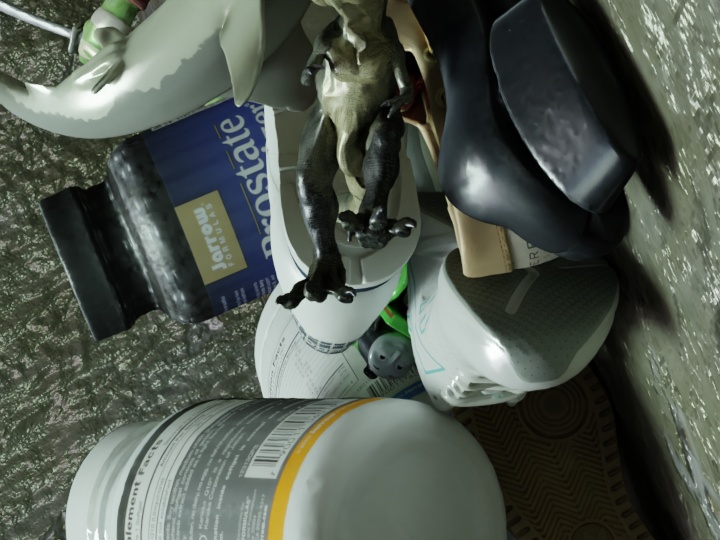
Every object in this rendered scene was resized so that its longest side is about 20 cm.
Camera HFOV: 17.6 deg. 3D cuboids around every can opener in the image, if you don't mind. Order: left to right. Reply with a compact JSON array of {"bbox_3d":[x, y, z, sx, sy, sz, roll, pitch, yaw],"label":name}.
[{"bbox_3d":[0.045,-0.090,0.817,0.063,0.079,0.201,15,-138,-45],"label":"can opener"}]

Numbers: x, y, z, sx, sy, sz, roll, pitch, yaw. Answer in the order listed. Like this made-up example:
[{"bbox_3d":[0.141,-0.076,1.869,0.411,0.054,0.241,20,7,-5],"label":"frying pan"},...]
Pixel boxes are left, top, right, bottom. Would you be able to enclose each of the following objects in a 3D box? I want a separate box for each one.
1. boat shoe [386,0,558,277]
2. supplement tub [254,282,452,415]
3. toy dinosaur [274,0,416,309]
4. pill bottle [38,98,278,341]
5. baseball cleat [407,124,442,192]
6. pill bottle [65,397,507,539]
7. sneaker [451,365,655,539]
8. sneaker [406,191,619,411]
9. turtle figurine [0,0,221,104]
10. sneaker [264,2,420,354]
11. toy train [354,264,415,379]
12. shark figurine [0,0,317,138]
[{"bbox_3d":[0.025,-0.084,0.883,0.074,0.069,0.201,77,169,-59],"label":"boat shoe"},{"bbox_3d":[0.029,0.077,1.174,0.200,0.131,0.133,-123,11,-62],"label":"supplement tub"},{"bbox_3d":[-0.004,-0.038,0.825,0.200,0.047,0.089,94,178,-61],"label":"toy dinosaur"},{"bbox_3d":[-0.073,-0.038,1.308,0.112,0.199,0.113,157,90,-84],"label":"pill bottle"},{"bbox_3d":[-0.033,-0.099,1.175,0.070,0.106,0.201,93,152,-65],"label":"baseball cleat"},{"bbox_3d":[-0.039,0.114,1.023,0.199,0.116,0.117,-5,112,52],"label":"pill bottle"},{"bbox_3d":[0.095,0.120,1.045,0.201,0.070,0.109,62,171,16],"label":"sneaker"},{"bbox_3d":[0.057,0.023,0.933,0.200,0.070,0.081,-115,30,-76],"label":"sneaker"},{"bbox_3d":[-0.106,-0.156,1.463,0.195,0.199,0.144,62,-152,1],"label":"turtle figurine"},{"bbox_3d":[-0.013,-0.064,1.001,0.081,0.076,0.201,99,175,-60],"label":"sneaker"},{"bbox_3d":[0.000,0.000,1.120,0.042,0.057,0.200,32,-172,-21],"label":"toy train"},{"bbox_3d":[-0.063,-0.078,0.865,0.089,0.214,0.129,25,-132,-43],"label":"shark figurine"}]
